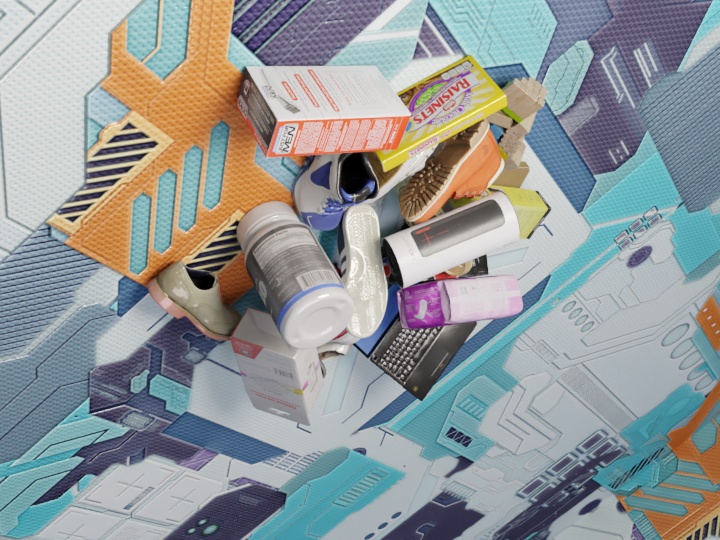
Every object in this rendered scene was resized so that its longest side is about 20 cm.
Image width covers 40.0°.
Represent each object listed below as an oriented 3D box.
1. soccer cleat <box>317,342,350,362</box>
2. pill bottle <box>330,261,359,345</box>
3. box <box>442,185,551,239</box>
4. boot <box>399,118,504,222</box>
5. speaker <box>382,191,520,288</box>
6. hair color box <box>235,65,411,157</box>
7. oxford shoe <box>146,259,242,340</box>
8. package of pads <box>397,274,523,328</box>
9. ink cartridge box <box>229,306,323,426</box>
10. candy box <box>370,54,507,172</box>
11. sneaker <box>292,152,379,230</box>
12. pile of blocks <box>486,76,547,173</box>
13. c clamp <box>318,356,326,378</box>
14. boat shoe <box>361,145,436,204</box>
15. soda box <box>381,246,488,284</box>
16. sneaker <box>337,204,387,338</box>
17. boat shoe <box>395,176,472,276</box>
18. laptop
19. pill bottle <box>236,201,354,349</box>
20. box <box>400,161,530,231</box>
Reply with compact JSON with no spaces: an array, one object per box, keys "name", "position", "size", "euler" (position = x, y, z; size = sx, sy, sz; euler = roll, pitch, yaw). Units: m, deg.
[{"name":"soccer cleat","position":[-0.026,0.102,1.698],"size":[0.199,0.078,0.069],"euler":[-36,146,4]},{"name":"pill bottle","position":[-0.062,0.046,1.570],"size":[0.112,0.113,0.200],"euler":[-37,145,8]},{"name":"box","position":[0.224,-0.098,1.637],"size":[0.198,0.050,0.076],"euler":[0,135,-40]},{"name":"boot","position":[0.143,-0.130,1.480],"size":[0.200,0.075,0.108],"euler":[-49,128,-16]},{"name":"speaker","position":[0.134,-0.045,1.475],"size":[0.197,0.082,0.082],"euler":[-21,145,-9]},{"name":"hair color box","position":[-0.048,-0.207,1.272],"size":[0.197,0.112,0.064],"euler":[-6,138,-32]},{"name":"oxford shoe","position":[-0.227,0.047,1.478],"size":[0.074,0.071,0.199],"euler":[-42,145,10]},{"name":"package of pads","position":[0.170,0.052,1.667],"size":[0.198,0.077,0.119],"euler":[-4,174,-44]},{"name":"ink cartridge box","position":[-0.127,0.157,1.569],"size":[0.202,0.115,0.068],"euler":[83,29,-49]},{"name":"candy box","position":[0.095,-0.221,1.376],"size":[0.198,0.103,0.027],"euler":[-29,146,-6]},{"name":"sneaker","position":[-0.034,-0.117,1.390],"size":[0.079,0.116,0.201],"euler":[-13,141,-24]},{"name":"pile of blocks","position":[0.231,-0.236,1.520],"size":[0.201,0.081,0.063],"euler":[102,11,-57]},{"name":"c clamp","position":[-0.146,0.146,1.646],"size":[0.168,0.027,0.202],"euler":[1,139,20]},{"name":"boat shoe","position":[0.066,-0.166,1.448],"size":[0.200,0.071,0.069],"euler":[-44,144,13]},{"name":"soda box","position":[0.119,-0.015,1.649],"size":[0.197,0.065,0.070],"euler":[-5,178,-35]},{"name":"sneaker","position":[0.000,0.000,1.515],"size":[0.073,0.204,0.084],"euler":[2,-178,-10]},{"name":"boat shoe","position":[0.111,-0.061,1.545],"size":[0.073,0.063,0.201],"euler":[-25,117,24]},{"name":"laptop","position":[0.096,0.106,1.726],"size":[0.178,0.199,0.103],"euler":[-52,-170,-5]},{"name":"pill bottle","position":[-0.098,0.002,1.409],"size":[0.112,0.201,0.115],"euler":[-21,144,-16]},{"name":"box","position":[0.172,-0.112,1.642],"size":[0.197,0.021,0.165],"euler":[-5,138,-35]}]
